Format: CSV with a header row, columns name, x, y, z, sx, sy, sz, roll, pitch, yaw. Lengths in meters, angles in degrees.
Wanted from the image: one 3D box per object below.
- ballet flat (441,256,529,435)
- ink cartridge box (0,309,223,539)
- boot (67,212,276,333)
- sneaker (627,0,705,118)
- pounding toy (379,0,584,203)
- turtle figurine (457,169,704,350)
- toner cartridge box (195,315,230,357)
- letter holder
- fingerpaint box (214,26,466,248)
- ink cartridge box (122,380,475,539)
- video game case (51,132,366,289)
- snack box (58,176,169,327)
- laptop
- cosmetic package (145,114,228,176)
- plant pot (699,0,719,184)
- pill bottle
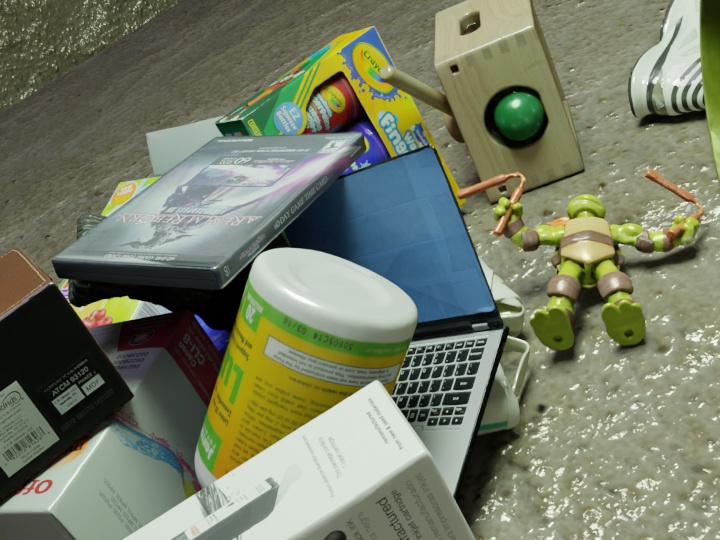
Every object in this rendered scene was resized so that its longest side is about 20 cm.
name,x,y,z,sx,sy,sz,roll,pitch,yaw
ballet flat,0.097,0.051,0.751,0.069,0.070,0.201,-17,33,20
ink cartridge box,-0.190,0.155,0.734,0.144,0.146,0.201,-10,33,30
boot,-0.159,0.004,0.807,0.155,0.081,0.211,1,-13,-14
sneaker,0.356,-0.221,0.977,0.114,0.076,0.201,10,53,38
pounding toy,0.123,-0.178,0.974,0.141,0.185,0.201,-19,28,16
turtle figurine,0.168,-0.011,0.767,0.197,0.065,0.162,6,43,9
toner cartridge box,-0.130,0.069,0.939,0.199,0.044,0.095,-34,27,-12
letter holder,-0.278,0.089,0.662,0.199,0.101,0.142,-38,28,-17
fingerpaint box,-0.014,-0.102,0.946,0.166,0.201,0.073,-38,21,-21
ink cartridge box,-0.033,0.182,0.542,0.198,0.145,0.084,-31,28,-5
video game case,-0.101,-0.048,0.692,0.141,0.019,0.200,3,31,30
snack box,-0.229,-0.006,0.997,0.141,0.053,0.202,-2,51,35
laptop,-0.005,0.046,0.689,0.186,0.116,0.202,-13,48,49
cosmetic package,-0.107,-0.148,1.060,0.150,0.052,0.199,-6,10,44
plant pot,0.367,-0.150,0.724,0.190,0.203,0.201,-7,31,12
pill bottle,-0.044,0.098,0.637,0.110,0.202,0.111,18,16,-5
